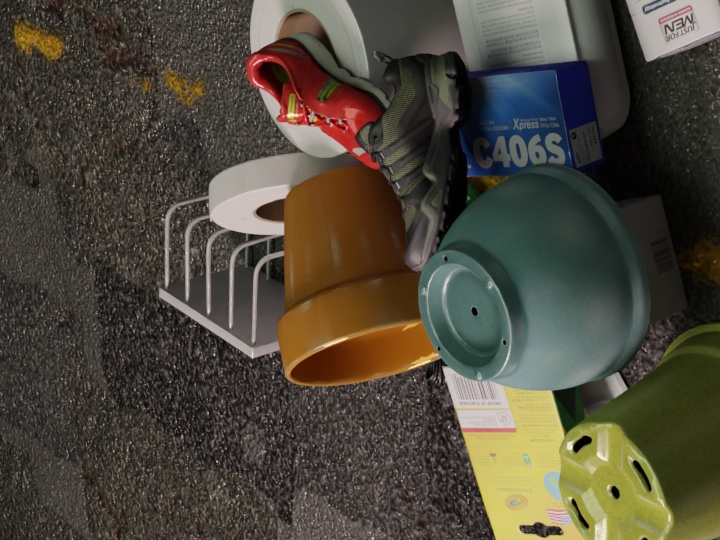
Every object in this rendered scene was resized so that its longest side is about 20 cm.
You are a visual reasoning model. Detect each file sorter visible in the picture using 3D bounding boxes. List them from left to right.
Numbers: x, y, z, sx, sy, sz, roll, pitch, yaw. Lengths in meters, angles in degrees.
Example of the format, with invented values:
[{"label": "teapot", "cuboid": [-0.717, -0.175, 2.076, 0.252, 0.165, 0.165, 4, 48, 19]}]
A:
[{"label": "file sorter", "cuboid": [-0.131, -0.003, 1.996, 0.199, 0.138, 0.126, 29, 125, 43]}]

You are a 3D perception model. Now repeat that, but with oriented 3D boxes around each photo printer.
[{"label": "photo printer", "cuboid": [0.168, -0.209, 1.549, 0.166, 0.069, 0.202, -3, 103, 54]}]

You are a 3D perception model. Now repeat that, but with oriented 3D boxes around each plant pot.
[{"label": "plant pot", "cuboid": [0.000, 0.000, 1.699, 0.200, 0.198, 0.185, -38, 61, 53]}, {"label": "plant pot", "cuboid": [0.136, 0.021, 1.453, 0.200, 0.133, 0.202, 29, 129, 43]}, {"label": "plant pot", "cuboid": [0.281, 0.167, 1.472, 0.200, 0.183, 0.202, 28, 126, 45]}]

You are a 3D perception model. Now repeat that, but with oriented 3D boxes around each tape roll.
[{"label": "tape roll", "cuboid": [-0.068, -0.082, 1.815, 0.202, 0.201, 0.037, -24, 66, 55]}, {"label": "tape roll", "cuboid": [-0.004, -0.230, 1.713, 0.202, 0.138, 0.205, 28, 127, 43]}]

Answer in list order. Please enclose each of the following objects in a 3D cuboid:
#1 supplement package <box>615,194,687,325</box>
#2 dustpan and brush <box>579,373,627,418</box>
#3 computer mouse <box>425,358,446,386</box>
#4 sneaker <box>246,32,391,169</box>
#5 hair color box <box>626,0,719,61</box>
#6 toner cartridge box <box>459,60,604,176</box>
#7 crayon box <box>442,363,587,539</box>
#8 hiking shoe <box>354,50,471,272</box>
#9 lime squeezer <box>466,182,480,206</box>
[{"label": "supplement package", "cuboid": [0.193, 0.003, 1.579, 0.199, 0.109, 0.115, -6, 101, 54]}, {"label": "dustpan and brush", "cuboid": [0.201, 0.173, 1.690, 0.141, 0.057, 0.200, 63, 144, 12]}, {"label": "computer mouse", "cuboid": [0.124, 0.082, 1.729, 0.199, 0.043, 0.111, 16, 101, 57]}, {"label": "sneaker", "cuboid": [-0.039, -0.154, 1.603, 0.200, 0.084, 0.078, 41, 135, 32]}, {"label": "hair color box", "cuboid": [0.261, -0.290, 1.394, 0.100, 0.060, 0.202, -18, 90, 55]}, {"label": "toner cartridge box", "cuboid": [0.134, -0.137, 1.531, 0.199, 0.043, 0.096, 2, 106, 53]}, {"label": "crayon box", "cuboid": [0.168, 0.174, 1.650, 0.126, 0.051, 0.202, -3, 111, 39]}, {"label": "hiking shoe", "cuboid": [0.045, -0.100, 1.519, 0.100, 0.076, 0.203, 5, 90, 19]}, {"label": "lime squeezer", "cuboid": [0.114, -0.047, 1.705, 0.038, 0.071, 0.200, -32, 102, 37]}]
